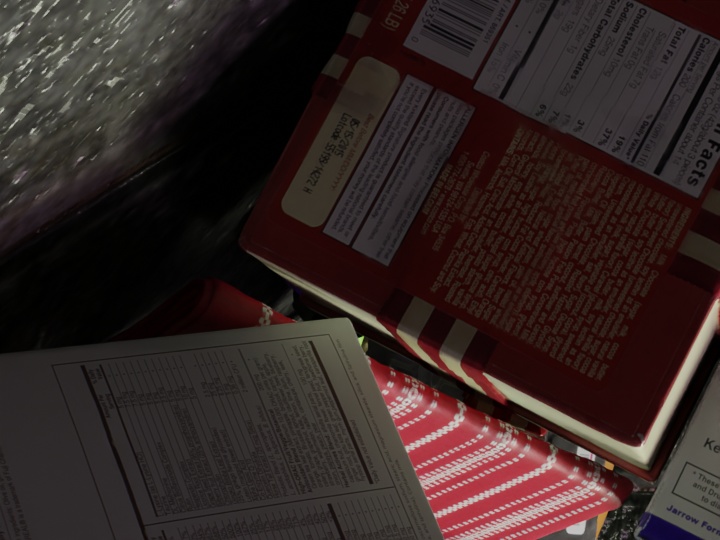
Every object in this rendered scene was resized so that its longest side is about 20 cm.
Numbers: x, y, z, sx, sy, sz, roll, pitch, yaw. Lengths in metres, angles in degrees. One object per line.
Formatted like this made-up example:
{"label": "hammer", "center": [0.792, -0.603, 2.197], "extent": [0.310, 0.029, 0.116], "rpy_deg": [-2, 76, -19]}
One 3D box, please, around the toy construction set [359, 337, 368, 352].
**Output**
{"label": "toy construction set", "center": [-0.014, 0.105, 1.085], "extent": [0.092, 0.131, 0.200], "rpy_deg": [-11, -116, 50]}

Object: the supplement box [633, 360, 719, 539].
{"label": "supplement box", "center": [0.195, 0.036, 0.763], "extent": [0.200, 0.103, 0.101], "rpy_deg": [-65, 167, -3]}

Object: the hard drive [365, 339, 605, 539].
{"label": "hard drive", "center": [0.046, 0.112, 0.929], "extent": [0.200, 0.038, 0.140], "rpy_deg": [-163, -99, -67]}

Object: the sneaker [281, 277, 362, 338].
{"label": "sneaker", "center": [0.000, 0.000, 0.943], "extent": [0.099, 0.070, 0.200], "rpy_deg": [-33, 169, 27]}

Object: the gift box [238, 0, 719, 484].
{"label": "gift box", "center": [0.066, -0.042, 0.751], "extent": [0.185, 0.200, 0.187], "rpy_deg": [-58, 166, -3]}

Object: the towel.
{"label": "towel", "center": [-0.011, 0.067, 0.792], "extent": [0.145, 0.200, 0.023], "rpy_deg": [-32, -142, 53]}

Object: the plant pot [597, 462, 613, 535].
{"label": "plant pot", "center": [0.096, 0.073, 1.289], "extent": [0.140, 0.200, 0.200], "rpy_deg": [-59, 172, -12]}

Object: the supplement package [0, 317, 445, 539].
{"label": "supplement package", "center": [-0.090, 0.124, 0.660], "extent": [0.200, 0.151, 0.152], "rpy_deg": [-5, 147, -32]}
